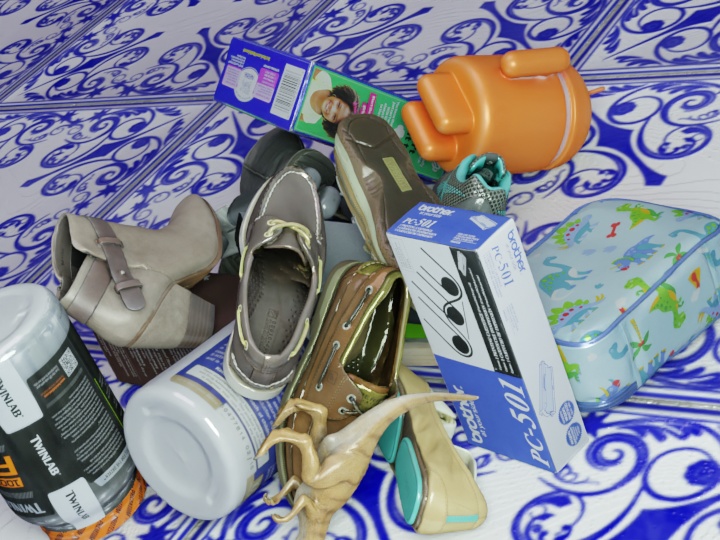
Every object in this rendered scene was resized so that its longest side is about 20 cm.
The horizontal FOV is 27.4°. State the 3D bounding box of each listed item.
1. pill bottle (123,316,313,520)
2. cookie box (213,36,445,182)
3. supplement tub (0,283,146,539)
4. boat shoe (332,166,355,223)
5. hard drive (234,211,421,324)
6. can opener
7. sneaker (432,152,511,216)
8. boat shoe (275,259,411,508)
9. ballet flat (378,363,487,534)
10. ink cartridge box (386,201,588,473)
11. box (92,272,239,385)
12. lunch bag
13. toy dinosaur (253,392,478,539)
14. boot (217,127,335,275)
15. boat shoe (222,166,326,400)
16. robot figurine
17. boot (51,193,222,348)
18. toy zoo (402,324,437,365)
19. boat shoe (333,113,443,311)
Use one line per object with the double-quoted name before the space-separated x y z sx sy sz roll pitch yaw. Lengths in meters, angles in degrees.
"pill bottle" -0.084 0.099 1.197 0.119 0.121 0.200 4 28 39
"cookie box" -0.024 -0.166 1.525 0.171 0.199 0.076 28 100 53
"supplement tub" -0.260 0.122 1.210 0.122 0.201 0.123 -19 29 11
"boat shoe" 0.013 -0.060 1.444 0.061 0.075 0.200 -55 20 -2
"hard drive" 0.000 0.000 1.255 0.198 0.033 0.140 5 25 -17
"can opener" -0.099 -0.039 1.361 0.199 0.053 0.067 -21 38 42
"sneaker" 0.103 -0.064 1.295 0.077 0.092 0.200 24 19 -6
"boat shoe" -0.011 0.090 1.123 0.072 0.202 0.068 12 -3 -37
"ballet flat" 0.050 0.135 1.130 0.062 0.069 0.200 7 29 -15
"ink cartridge box" 0.094 0.049 1.080 0.044 0.201 0.094 -40 33 -29
"box" -0.143 0.059 1.366 0.199 0.075 0.100 6 40 38
"lunch bag" 0.188 0.022 1.172 0.200 0.083 0.160 -38 32 -31
"toy dinosaur" -0.015 0.134 1.080 0.201 0.106 0.060 -55 4 11
"boot" -0.102 -0.067 1.536 0.182 0.072 0.200 -52 24 -2
"boat shoe" -0.061 -0.001 1.136 0.071 0.060 0.201 17 57 -10
"robot figurine" 0.139 -0.150 1.432 0.199 0.145 0.116 -6 18 -30
"boot" -0.197 -0.016 1.286 0.070 0.145 0.201 -48 35 31
"toy zoo" 0.052 0.016 1.349 0.130 0.021 0.200 -2 35 33
"boat shoe" 0.029 -0.035 1.218 0.071 0.076 0.201 -5 52 -22
